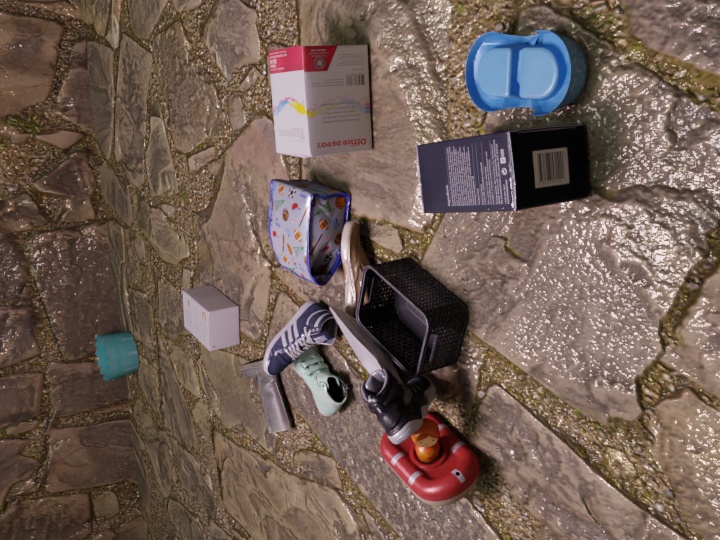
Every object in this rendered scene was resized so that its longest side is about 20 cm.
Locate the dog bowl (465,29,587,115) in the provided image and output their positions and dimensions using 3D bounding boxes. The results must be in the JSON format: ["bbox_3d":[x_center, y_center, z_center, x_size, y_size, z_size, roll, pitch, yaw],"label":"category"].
[{"bbox_3d":[0.233,-0.279,1.025,0.200,0.049,0.112,23,118,53],"label":"dog bowl"}]

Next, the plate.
[{"bbox_3d":[0.027,0.175,1.431,0.200,0.032,0.200,44,166,48],"label":"plate"}]

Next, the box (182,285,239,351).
[{"bbox_3d":[-0.445,0.138,2.160,0.200,0.097,0.125,29,123,51],"label":"box"}]

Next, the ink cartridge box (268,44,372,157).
[{"bbox_3d":[-0.077,-0.324,1.398,0.144,0.145,0.201,16,113,54],"label":"ink cartridge box"}]

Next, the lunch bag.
[{"bbox_3d":[-0.113,-0.083,1.557,0.170,0.124,0.201,24,112,50],"label":"lunch bag"}]

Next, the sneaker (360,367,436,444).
[{"bbox_3d":[0.067,0.212,1.286,0.075,0.200,0.114,-38,95,23],"label":"sneaker"}]

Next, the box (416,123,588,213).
[{"bbox_3d":[0.197,-0.142,1.033,0.200,0.148,0.105,5,105,56],"label":"box"}]

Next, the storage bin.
[{"bbox_3d":[0.089,0.081,1.323,0.200,0.094,0.136,42,132,42],"label":"storage bin"}]

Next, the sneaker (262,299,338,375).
[{"bbox_3d":[-0.130,0.163,1.628,0.108,0.200,0.070,25,165,44],"label":"sneaker"}]

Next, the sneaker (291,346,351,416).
[{"bbox_3d":[-0.091,0.227,1.662,0.201,0.074,0.118,59,151,11],"label":"sneaker"}]

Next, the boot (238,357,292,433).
[{"bbox_3d":[-0.256,0.340,1.974,0.182,0.072,0.201,-17,93,59],"label":"boot"}]

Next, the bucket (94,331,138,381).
[{"bbox_3d":[-1.046,0.363,3.125,0.207,0.134,0.208,22,117,52],"label":"bucket"}]

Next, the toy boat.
[{"bbox_3d":[0.121,0.316,1.296,0.200,0.130,0.131,39,152,43],"label":"toy boat"}]

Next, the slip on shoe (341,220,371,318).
[{"bbox_3d":[0.000,0.000,1.470,0.060,0.076,0.201,-1,92,17],"label":"slip on shoe"}]
